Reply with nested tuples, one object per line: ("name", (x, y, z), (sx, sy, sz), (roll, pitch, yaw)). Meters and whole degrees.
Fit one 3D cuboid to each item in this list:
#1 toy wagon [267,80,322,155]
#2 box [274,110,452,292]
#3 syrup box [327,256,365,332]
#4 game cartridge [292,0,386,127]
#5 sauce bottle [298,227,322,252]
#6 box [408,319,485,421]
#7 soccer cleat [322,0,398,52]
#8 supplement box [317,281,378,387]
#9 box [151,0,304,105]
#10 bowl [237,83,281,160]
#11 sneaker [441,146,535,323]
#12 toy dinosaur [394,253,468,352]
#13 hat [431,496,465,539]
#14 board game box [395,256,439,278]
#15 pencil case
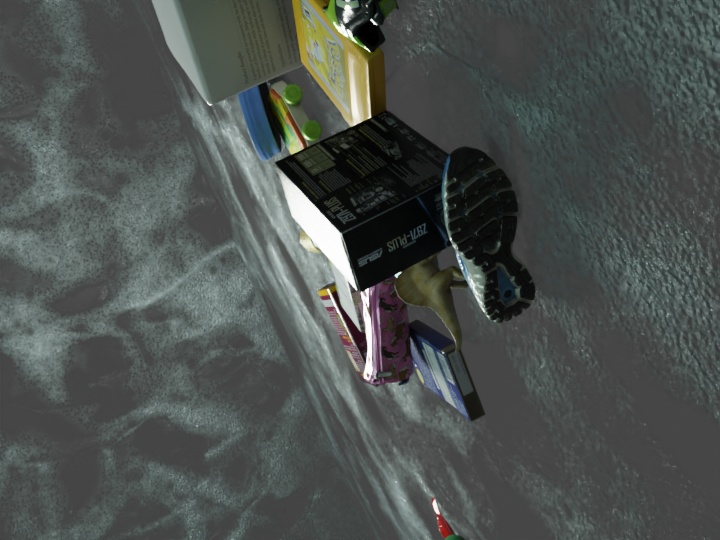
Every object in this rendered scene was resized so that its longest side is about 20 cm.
("toy wagon", (-0.097, -0.223, 1.465), (0.201, 0.039, 0.155), (62, 168, 5))
("box", (0.017, -0.087, 1.003), (0.200, 0.163, 0.086), (46, 159, 50))
("syrup box", (0.000, 0.000, 1.437), (0.081, 0.078, 0.201), (51, 163, 44))
("game cartridge", (-0.028, -0.273, 1.108), (0.200, 0.032, 0.177), (57, 166, 29))
("sauce bottle", (-0.082, -0.065, 1.669), (0.065, 0.064, 0.200), (64, 167, -6))
("box", (0.123, 0.149, 1.351), (0.122, 0.032, 0.200), (68, 166, -17))
("soccer cleat", (0.005, -0.301, 0.873), (0.081, 0.068, 0.200), (42, 163, 12))
("supplement box", (0.008, 0.106, 1.602), (0.201, 0.085, 0.110), (64, 167, -3))
("box", (-0.203, -0.393, 1.243), (0.200, 0.171, 0.199), (53, 164, 38))
("bowl", (-0.183, -0.298, 1.534), (0.201, 0.039, 0.202), (-14, -90, -88))
("sneaker", (0.117, -0.040, 0.900), (0.090, 0.078, 0.201), (50, 162, 56))
("toy dinosaur", (0.095, 0.017, 1.039), (0.200, 0.101, 0.058), (56, 165, 30))
("hat", (0.226, 0.591, 1.870), (0.199, 0.177, 0.166), (20, 153, 10))
("board game box", (0.037, -0.076, 1.208), (0.200, 0.047, 0.151), (50, 162, 44))
("pencil case", (0.039, 0.081, 1.341), (0.087, 0.082, 0.201), (-131, 35, -62))
